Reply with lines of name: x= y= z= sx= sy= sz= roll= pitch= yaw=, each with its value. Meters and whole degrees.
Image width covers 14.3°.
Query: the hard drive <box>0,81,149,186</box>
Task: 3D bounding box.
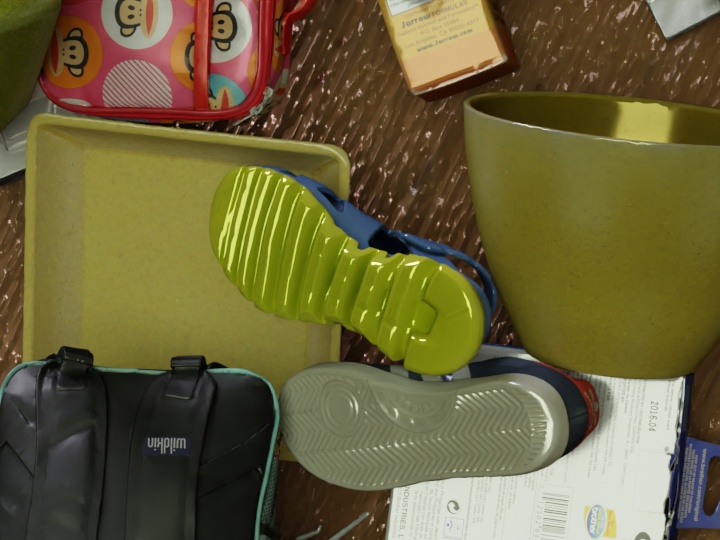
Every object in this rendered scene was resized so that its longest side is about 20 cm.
hard drive: x=-0.205 y=-0.169 z=1.783 sx=0.139 sy=0.038 sz=0.201 roll=-21 pitch=86 yaw=10

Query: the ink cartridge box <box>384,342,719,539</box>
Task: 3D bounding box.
ink cartridge box: x=0.122 y=0.117 z=1.697 sx=0.199 sy=0.076 sz=0.137 roll=7 pitch=90 yaw=12

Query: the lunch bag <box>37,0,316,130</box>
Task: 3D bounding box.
lunch bag: x=-0.101 y=-0.186 z=1.696 sx=0.175 sy=0.082 sz=0.201 roll=4 pitch=96 yaw=15

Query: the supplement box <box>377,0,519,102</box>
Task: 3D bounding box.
supplement box: x=0.032 y=-0.207 z=1.724 sx=0.068 sy=0.067 sz=0.201 roll=-21 pitch=86 yaw=9

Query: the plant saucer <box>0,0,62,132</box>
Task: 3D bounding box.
plant saucer: x=-0.210 y=-0.188 z=1.661 sx=0.048 sy=0.200 sz=0.201 roll=-1 pitch=70 yaw=-15

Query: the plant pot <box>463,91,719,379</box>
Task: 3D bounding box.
plant pot: x=0.152 y=-0.018 z=1.644 sx=0.199 sy=0.200 sz=0.143 roll=7 pitch=101 yaw=11

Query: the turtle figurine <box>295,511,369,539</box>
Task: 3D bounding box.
turtle figurine: x=-0.016 y=0.229 z=1.674 sx=0.150 sy=0.101 sz=0.201 roll=40 pitch=137 yaw=21

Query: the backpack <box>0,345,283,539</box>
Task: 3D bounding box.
backpack: x=-0.135 y=0.165 z=1.657 sx=0.175 sy=0.154 sz=0.201 roll=4 pitch=58 yaw=-4

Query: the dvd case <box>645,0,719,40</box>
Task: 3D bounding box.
dvd case: x=0.237 y=-0.250 z=1.712 sx=0.199 sy=0.016 sz=0.149 roll=-28 pitch=84 yaw=9

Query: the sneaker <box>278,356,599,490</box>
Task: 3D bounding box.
sneaker: x=0.047 y=0.085 z=1.645 sx=0.199 sy=0.084 sz=0.075 roll=3 pitch=100 yaw=35

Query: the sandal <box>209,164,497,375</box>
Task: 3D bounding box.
sandal: x=0.000 y=0.000 z=1.643 sx=0.199 sy=0.087 sz=0.080 roll=31 pitch=108 yaw=25

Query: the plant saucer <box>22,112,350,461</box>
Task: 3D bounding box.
plant saucer: x=-0.102 y=0.005 z=1.735 sx=0.199 sy=0.048 sz=0.201 roll=7 pitch=109 yaw=11
